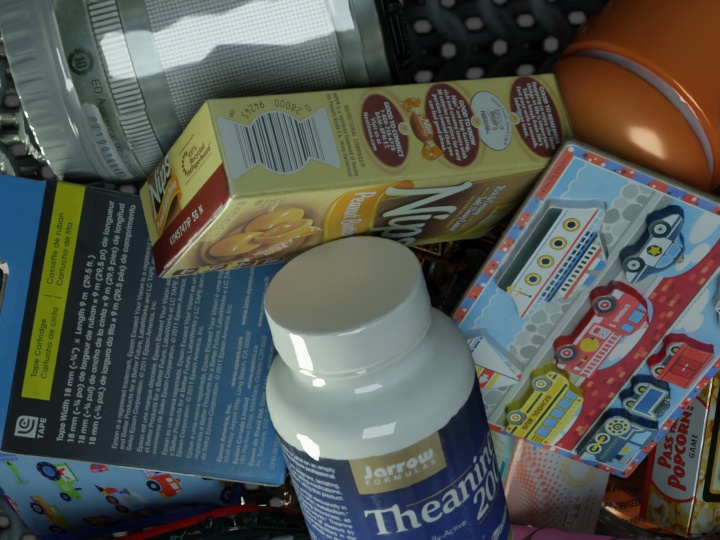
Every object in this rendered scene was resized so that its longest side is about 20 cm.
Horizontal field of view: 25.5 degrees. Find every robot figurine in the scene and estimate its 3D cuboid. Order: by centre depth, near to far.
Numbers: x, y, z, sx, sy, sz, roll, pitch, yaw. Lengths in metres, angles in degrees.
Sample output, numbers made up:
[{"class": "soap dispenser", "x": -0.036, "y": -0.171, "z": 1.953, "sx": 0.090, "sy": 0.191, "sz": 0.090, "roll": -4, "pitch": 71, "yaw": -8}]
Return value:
[{"class": "robot figurine", "x": 0.171, "y": -0.103, "z": 0.892, "sx": 0.144, "sy": 0.117, "sz": 0.200, "roll": 36, "pitch": 68, "yaw": 17}]

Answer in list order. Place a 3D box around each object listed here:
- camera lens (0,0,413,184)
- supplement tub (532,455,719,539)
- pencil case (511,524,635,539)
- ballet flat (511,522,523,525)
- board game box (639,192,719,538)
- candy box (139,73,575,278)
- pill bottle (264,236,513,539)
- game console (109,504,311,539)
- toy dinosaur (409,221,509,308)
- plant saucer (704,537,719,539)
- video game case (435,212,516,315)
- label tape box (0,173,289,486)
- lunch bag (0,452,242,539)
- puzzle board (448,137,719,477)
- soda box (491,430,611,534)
[{"class": "camera lens", "x": -0.079, "y": -0.139, "z": 0.858, "sx": 0.199, "sy": 0.160, "sz": 0.161, "roll": -13, "pitch": 115, "yaw": 3}, {"class": "supplement tub", "x": 0.163, "y": 0.214, "z": 1.060, "sx": 0.122, "sy": 0.123, "sz": 0.201, "roll": 12, "pitch": 113, "yaw": -9}, {"class": "pencil case", "x": 0.098, "y": 0.197, "z": 0.932, "sx": 0.094, "sy": 0.199, "sz": 0.091, "roll": 44, "pitch": 62, "yaw": -37}, {"class": "ballet flat", "x": 0.080, "y": 0.176, "z": 1.045, "sx": 0.075, "sy": 0.064, "sz": 0.201, "roll": 15, "pitch": 98, "yaw": 4}, {"class": "board game box", "x": 0.254, "y": 0.059, "z": 0.969, "sx": 0.151, "sy": 0.046, "sz": 0.201, "roll": 6, "pitch": 95, "yaw": -32}, {"class": "candy box", "x": -0.001, "y": -0.049, "z": 0.825, "sx": 0.199, "sy": 0.115, "sz": 0.056, "roll": -7, "pitch": 74, "yaw": -27}, {"class": "pill bottle", "x": 0.013, "y": 0.087, "z": 0.847, "sx": 0.110, "sy": 0.111, "sz": 0.201, "roll": -14, "pitch": 124, "yaw": 3}, {"class": "game console", "x": -0.110, "y": 0.227, "z": 0.990, "sx": 0.199, "sy": 0.172, "sz": 0.119, "roll": -19, "pitch": 73, "yaw": 19}, {"class": "toy dinosaur", "x": -0.008, "y": 0.011, "z": 0.962, "sx": 0.199, "sy": 0.102, "sz": 0.137, "roll": -1, "pitch": 101, "yaw": 20}, {"class": "plant saucer", "x": 0.251, "y": 0.225, "z": 0.993, "sx": 0.198, "sy": 0.037, "sz": 0.201, "roll": -2, "pitch": 130, "yaw": -26}, {"class": "video game case", "x": 0.000, "y": 0.000, "z": 1.005, "sx": 0.199, "sy": 0.024, "sz": 0.183, "roll": 20, "pitch": 112, "yaw": -11}, {"class": "label tape box", "x": -0.130, "y": 0.031, "z": 0.866, "sx": 0.199, "sy": 0.063, "sz": 0.145, "roll": 11, "pitch": 89, "yaw": -21}, {"class": "lunch bag", "x": -0.184, "y": 0.095, "z": 1.001, "sx": 0.199, "sy": 0.094, "sz": 0.151, "roll": -21, "pitch": 117, "yaw": 26}, {"class": "puzzle board", "x": 0.130, "y": 0.031, "z": 0.866, "sx": 0.150, "sy": 0.017, "sz": 0.200, "roll": 20, "pitch": 129, "yaw": -14}, {"class": "soda box", "x": 0.126, "y": 0.055, "z": 0.967, "sx": 0.068, "sy": 0.064, "sz": 0.201, "roll": 12, "pitch": 97, "yaw": -16}]
